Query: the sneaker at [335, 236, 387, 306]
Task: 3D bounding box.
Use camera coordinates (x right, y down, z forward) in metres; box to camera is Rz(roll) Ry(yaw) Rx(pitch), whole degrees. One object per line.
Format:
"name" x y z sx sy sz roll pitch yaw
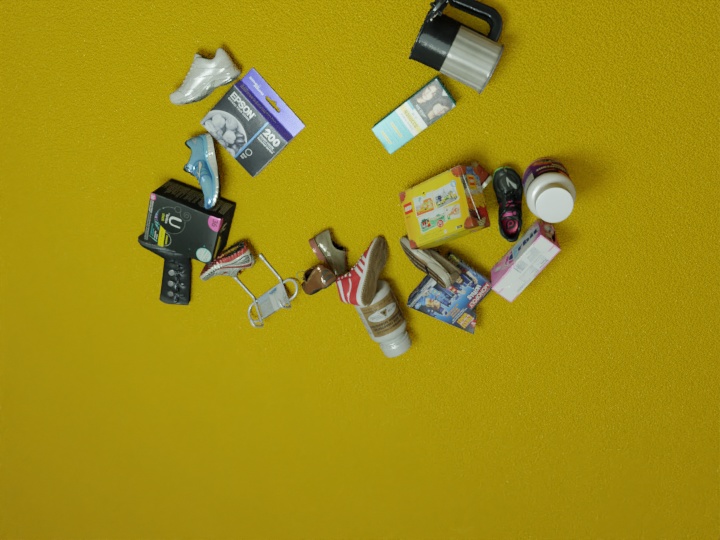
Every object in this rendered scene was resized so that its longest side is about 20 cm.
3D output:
"sneaker" 0.000 0.000 1.634 0.112 0.201 0.071 -1 152 43

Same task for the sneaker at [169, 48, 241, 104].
"sneaker" -0.401 -0.489 1.513 0.199 0.078 0.100 -25 102 11

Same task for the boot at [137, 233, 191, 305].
"boot" -0.579 0.000 1.786 0.163 0.066 0.201 14 122 6

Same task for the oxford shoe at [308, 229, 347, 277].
"oxford shoe" -0.060 -0.022 1.669 0.075 0.071 0.201 -34 114 6

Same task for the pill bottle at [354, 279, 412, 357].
"pill bottle" 0.066 0.138 1.694 0.114 0.115 0.201 -20 110 19

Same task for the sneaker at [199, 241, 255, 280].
"sneaker" -0.384 -0.007 1.727 0.199 0.078 0.082 -21 123 32

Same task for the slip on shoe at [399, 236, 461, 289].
"slip on shoe" 0.181 -0.032 1.582 0.060 0.200 0.076 -38 140 -12

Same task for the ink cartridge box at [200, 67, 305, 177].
"ink cartridge box" -0.278 -0.377 1.553 0.200 0.043 0.198 -39 103 23

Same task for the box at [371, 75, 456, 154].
"box" 0.130 -0.377 1.470 0.199 0.049 0.082 -34 105 23

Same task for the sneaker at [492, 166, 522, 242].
"sneaker" 0.376 -0.163 1.505 0.076 0.084 0.201 -11 114 10

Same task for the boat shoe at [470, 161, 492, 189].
"boat shoe" 0.247 -0.184 1.530 0.062 0.071 0.200 40 114 -3

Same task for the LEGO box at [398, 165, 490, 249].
"LEGO box" 0.202 -0.150 1.477 0.199 0.077 0.150 -20 78 44

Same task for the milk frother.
"milk frother" 0.221 -0.503 1.309 0.187 0.200 0.182 24 114 -2

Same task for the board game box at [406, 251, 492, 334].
"board game box" 0.266 0.072 1.654 0.199 0.062 0.200 35 117 -8

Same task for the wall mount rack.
"wall mount rack" -0.284 0.061 1.753 0.199 0.074 0.175 -33 68 22

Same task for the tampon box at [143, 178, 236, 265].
"tampon box" -0.468 -0.135 1.658 0.198 0.126 0.151 21 119 0

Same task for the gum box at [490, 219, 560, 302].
"gum box" 0.422 -0.030 1.545 0.066 0.114 0.200 34 117 -7

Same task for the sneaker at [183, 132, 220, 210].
"sneaker" -0.418 -0.255 1.585 0.089 0.078 0.202 -9 87 -10

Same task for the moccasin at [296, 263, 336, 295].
"moccasin" -0.127 0.020 1.650 0.073 0.201 0.078 -37 94 -15

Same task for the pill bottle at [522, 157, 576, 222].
"pill bottle" 0.444 -0.187 1.417 0.110 0.200 0.112 4 117 8
